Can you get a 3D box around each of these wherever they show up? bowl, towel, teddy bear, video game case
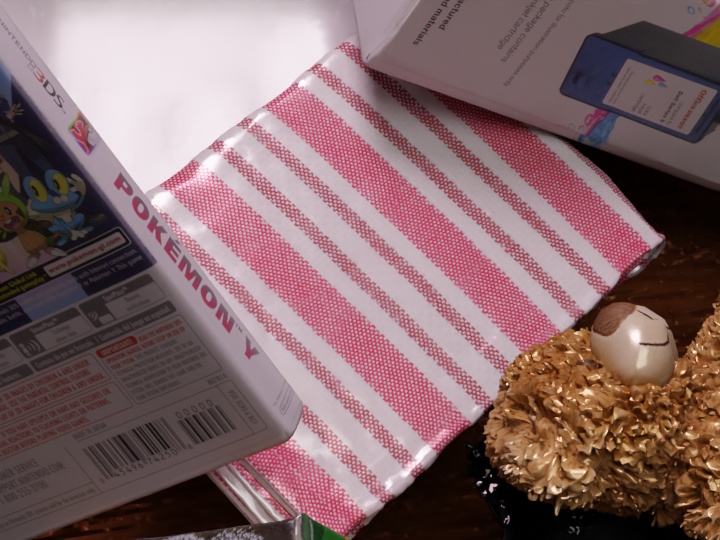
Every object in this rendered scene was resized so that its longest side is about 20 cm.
[{"bbox_3d":[-0.067,-0.069,0.857,0.200,0.075,0.200,-2,67,-8],"label":"bowl"},{"bbox_3d":[0.000,0.000,0.783,0.146,0.030,0.200,45,65,10],"label":"towel"},{"bbox_3d":[0.145,0.056,0.698,0.200,0.067,0.145,25,44,14],"label":"teddy bear"},{"bbox_3d":[-0.148,0.017,0.715,0.182,0.200,0.023,54,32,-22],"label":"video game case"}]

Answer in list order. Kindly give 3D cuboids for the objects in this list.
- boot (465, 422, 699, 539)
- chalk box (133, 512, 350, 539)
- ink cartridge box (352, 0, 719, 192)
[{"bbox_3d":[0.123,0.148,0.752,0.168,0.076,0.200,9,56,-31],"label":"boot"},{"bbox_3d":[-0.042,0.198,0.690,0.125,0.124,0.200,-11,65,25],"label":"chalk box"},{"bbox_3d":[0.098,-0.124,0.834,0.200,0.088,0.145,19,40,-26],"label":"ink cartridge box"}]
